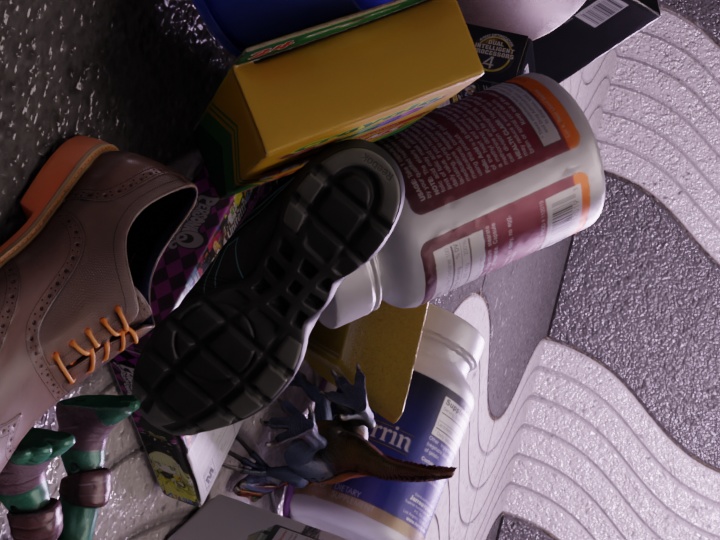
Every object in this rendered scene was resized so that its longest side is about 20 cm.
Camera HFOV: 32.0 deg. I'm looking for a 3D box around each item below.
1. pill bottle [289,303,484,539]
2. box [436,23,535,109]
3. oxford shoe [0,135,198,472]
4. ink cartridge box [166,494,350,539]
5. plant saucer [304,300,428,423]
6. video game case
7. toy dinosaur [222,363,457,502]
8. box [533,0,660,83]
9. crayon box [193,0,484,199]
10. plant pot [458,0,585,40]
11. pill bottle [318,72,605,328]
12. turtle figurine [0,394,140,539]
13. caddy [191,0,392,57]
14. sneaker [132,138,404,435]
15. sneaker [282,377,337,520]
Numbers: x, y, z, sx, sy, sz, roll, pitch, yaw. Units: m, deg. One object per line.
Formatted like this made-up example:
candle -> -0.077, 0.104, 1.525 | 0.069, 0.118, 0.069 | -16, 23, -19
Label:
pill bottle -> 0.028, 0.132, 1.051 | 0.116, 0.115, 0.201 | 70, 40, -64
box -> 0.062, -0.135, 1.000 | 0.200, 0.160, 0.050 | 57, 48, -68
oxford shoe -> -0.140, 0.024, 0.581 | 0.071, 0.072, 0.201 | 78, 30, -59
ink cartridge box -> -0.045, 0.269, 0.903 | 0.084, 0.198, 0.147 | -33, 134, -64
plant saucer -> 0.000, 0.000, 0.980 | 0.200, 0.048, 0.202 | -163, -95, -71
video game case -> -0.092, 0.025, 0.824 | 0.182, 0.035, 0.201 | 83, 26, -52
toy dinosaur -> -0.038, 0.146, 0.924 | 0.105, 0.200, 0.182 | -37, 155, -23
box -> 0.144, -0.232, 1.072 | 0.078, 0.199, 0.142 | 16, 56, -39
crayon box -> -0.016, -0.094, 0.681 | 0.200, 0.126, 0.051 | 161, -92, -76
plant pot -> 0.067, -0.279, 0.918 | 0.199, 0.186, 0.189 | 9, 95, -59
pill bottle -> 0.050, -0.044, 0.824 | 0.199, 0.114, 0.115 | -23, 141, -17
turtle figurine -> -0.145, 0.173, 0.651 | 0.150, 0.100, 0.202 | -73, 158, -79
caddy -> -0.045, -0.191, 0.690 | 0.200, 0.104, 0.143 | -27, 105, -70
sneaker -> -0.049, 0.010, 0.697 | 0.200, 0.075, 0.079 | -46, -166, 8
sneaker -> -0.008, 0.166, 1.119 | 0.075, 0.099, 0.201 | 111, -1, -72
